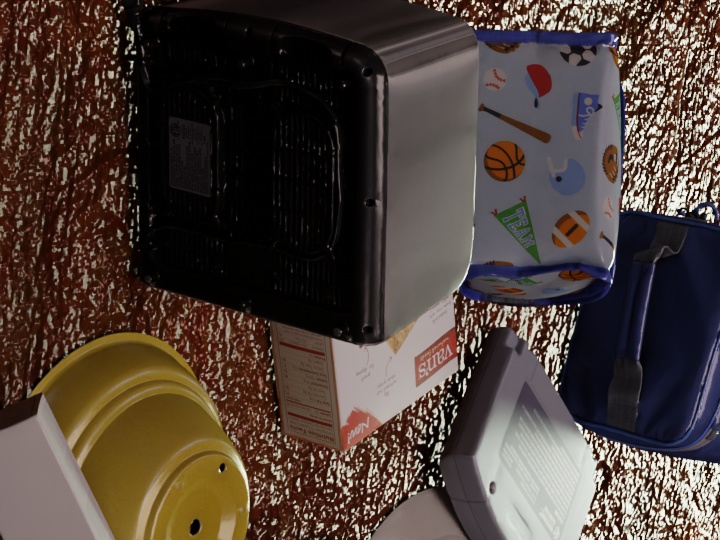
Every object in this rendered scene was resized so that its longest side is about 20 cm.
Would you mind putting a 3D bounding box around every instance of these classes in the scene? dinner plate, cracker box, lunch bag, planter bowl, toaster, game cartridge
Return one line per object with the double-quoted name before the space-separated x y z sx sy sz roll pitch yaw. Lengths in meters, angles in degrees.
"dinner plate" 0.046 0.258 1.691 0.200 0.024 0.201 -23 119 -50
"cracker box" 0.000 0.000 1.509 0.134 0.058 0.201 -33 127 -45
"lunch bag" 0.119 -0.064 1.561 0.200 0.123 0.171 100 -7 -83
"planter bowl" -0.124 0.143 1.361 0.200 0.083 0.201 -22 118 -49
"lunch bag" 0.249 0.045 1.802 0.132 0.136 0.201 17 86 -55
"toaster" -0.037 -0.075 1.332 0.119 0.180 0.201 -26 123 -51
"game cartridge" 0.119 0.152 1.729 0.200 0.041 0.133 57 43 -46

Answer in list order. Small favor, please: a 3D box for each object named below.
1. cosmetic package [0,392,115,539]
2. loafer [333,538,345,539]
"cosmetic package" -0.154 0.171 1.259 0.051 0.083 0.200 -25 97 -1
"loafer" -0.047 0.232 1.509 0.200 0.070 0.068 -25 120 -48
